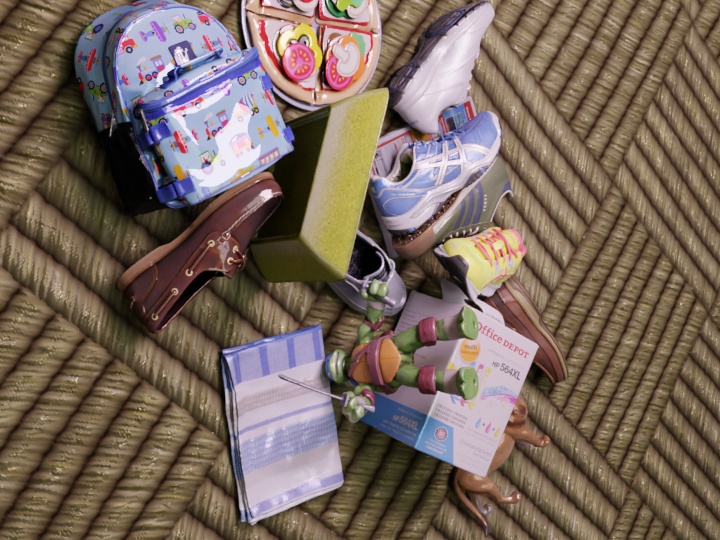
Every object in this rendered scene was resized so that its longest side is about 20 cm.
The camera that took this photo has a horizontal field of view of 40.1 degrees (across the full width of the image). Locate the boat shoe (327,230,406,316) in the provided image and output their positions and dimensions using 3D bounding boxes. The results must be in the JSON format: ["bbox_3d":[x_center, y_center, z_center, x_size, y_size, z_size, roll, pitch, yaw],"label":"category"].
[{"bbox_3d":[0.000,-0.001,1.164,0.200,0.071,0.071,38,70,-38],"label":"boat shoe"}]

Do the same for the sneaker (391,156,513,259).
[{"bbox_3d":[0.128,-0.067,1.243,0.201,0.067,0.090,-49,119,-24],"label":"sneaker"}]

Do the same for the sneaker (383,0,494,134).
[{"bbox_3d":[0.108,-0.258,1.245,0.087,0.074,0.201,45,74,-26],"label":"sneaker"}]

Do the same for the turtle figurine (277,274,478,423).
[{"bbox_3d":[0.023,0.088,1.082,0.201,0.191,0.145,65,31,-35],"label":"turtle figurine"}]

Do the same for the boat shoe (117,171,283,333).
[{"bbox_3d":[-0.153,-0.016,1.014,0.199,0.071,0.070,-40,160,0],"label":"boat shoe"}]

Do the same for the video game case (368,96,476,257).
[{"bbox_3d":[0.091,-0.123,1.267,0.199,0.017,0.145,-29,108,-33],"label":"video game case"}]

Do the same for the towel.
[{"bbox_3d":[-0.088,0.175,1.138,0.145,0.024,0.203,-12,99,-37],"label":"towel"}]

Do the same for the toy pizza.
[{"bbox_3d":[-0.049,-0.288,1.147,0.198,0.032,0.204,-1,92,-37],"label":"toy pizza"}]

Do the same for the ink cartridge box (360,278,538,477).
[{"bbox_3d":[0.112,0.125,1.209,0.128,0.125,0.202,28,83,-34],"label":"ink cartridge box"}]

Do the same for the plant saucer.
[{"bbox_3d":[-0.057,-0.091,1.048,0.047,0.199,0.203,18,81,-26],"label":"plant saucer"}]

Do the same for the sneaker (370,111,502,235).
[{"bbox_3d":[0.095,-0.132,1.199,0.200,0.075,0.077,-44,115,-17],"label":"sneaker"}]

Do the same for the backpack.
[{"bbox_3d":[-0.180,-0.177,0.990,0.181,0.134,0.203,-28,105,-34],"label":"backpack"}]

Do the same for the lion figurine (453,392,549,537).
[{"bbox_3d":[0.171,0.240,1.308,0.122,0.072,0.202,32,77,-25],"label":"lion figurine"}]

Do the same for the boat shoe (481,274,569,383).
[{"bbox_3d":[0.224,0.088,1.352,0.067,0.072,0.201,-33,124,4],"label":"boat shoe"}]

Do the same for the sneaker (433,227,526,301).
[{"bbox_3d":[0.153,-0.020,1.205,0.079,0.090,0.200,53,16,10],"label":"sneaker"}]
